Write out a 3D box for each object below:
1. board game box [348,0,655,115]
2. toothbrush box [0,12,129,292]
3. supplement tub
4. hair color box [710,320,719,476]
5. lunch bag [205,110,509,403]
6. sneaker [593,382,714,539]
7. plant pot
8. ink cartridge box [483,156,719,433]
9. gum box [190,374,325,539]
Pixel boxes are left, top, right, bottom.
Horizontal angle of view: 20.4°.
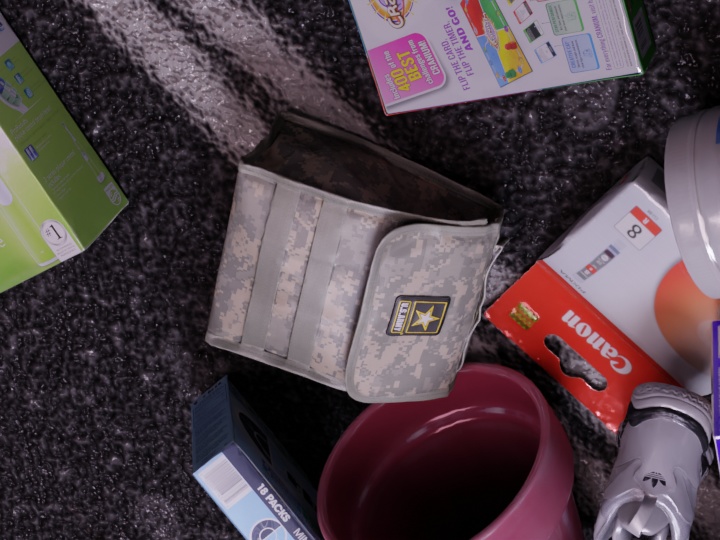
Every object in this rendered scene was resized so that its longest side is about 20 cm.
[{"bbox_3d":[0.088,-0.197,1.382,0.199,0.040,0.154,-6,117,27],"label":"board game box"},{"bbox_3d":[-0.305,-0.090,1.592,0.145,0.086,0.201,-23,107,32],"label":"toothbrush box"},{"bbox_3d":[0.314,-0.060,1.312,0.199,0.132,0.133,-11,115,28],"label":"supplement tub"},{"bbox_3d":[0.289,0.140,1.423,0.064,0.110,0.201,-4,134,13],"label":"hair color box"},{"bbox_3d":[0.000,0.000,1.495,0.199,0.118,0.165,19,122,7],"label":"lunch bag"},{"bbox_3d":[0.211,0.163,1.458,0.075,0.116,0.200,15,161,12],"label":"sneaker"},{"bbox_3d":[0.090,0.203,1.545,0.199,0.201,0.179,-11,131,28],"label":"plant pot"},{"bbox_3d":[0.200,0.035,1.471,0.162,0.050,0.200,41,124,-4],"label":"ink cartridge box"},{"bbox_3d":[-0.068,0.183,1.591,0.044,0.200,0.170,-38,103,3],"label":"gum box"}]
